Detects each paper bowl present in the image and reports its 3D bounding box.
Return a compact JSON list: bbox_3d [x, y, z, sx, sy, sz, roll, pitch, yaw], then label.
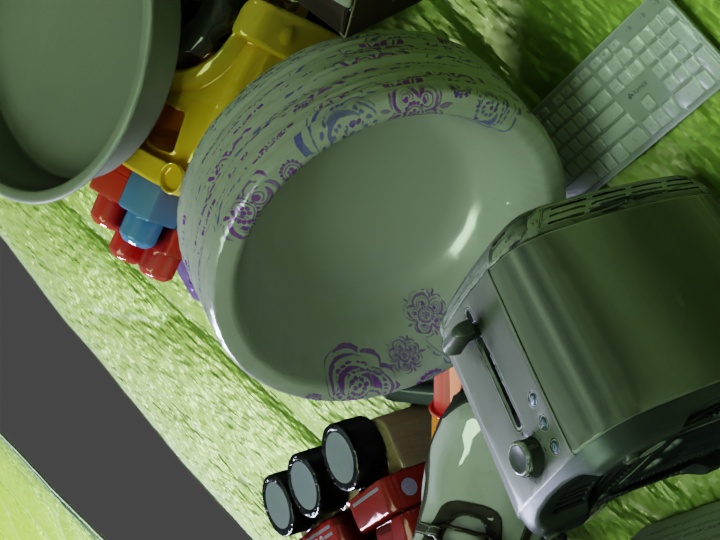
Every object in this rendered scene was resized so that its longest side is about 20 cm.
[{"bbox_3d":[0.001,-0.035,0.731,0.104,0.200,0.201,-122,25,-46],"label":"paper bowl"}]

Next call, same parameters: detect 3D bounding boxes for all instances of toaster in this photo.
[{"bbox_3d":[0.136,0.034,0.667,0.130,0.199,0.114,61,147,23],"label":"toaster"}]

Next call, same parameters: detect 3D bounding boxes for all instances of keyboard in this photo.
[{"bbox_3d":[0.120,-0.074,0.732,0.056,0.011,0.200,53,145,5],"label":"keyboard"}]

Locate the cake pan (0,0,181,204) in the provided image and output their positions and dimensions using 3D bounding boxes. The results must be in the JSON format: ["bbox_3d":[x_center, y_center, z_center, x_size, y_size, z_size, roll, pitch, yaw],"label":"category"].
[{"bbox_3d":[-0.170,-0.138,0.760,0.200,0.037,0.201,3,94,41],"label":"cake pan"}]

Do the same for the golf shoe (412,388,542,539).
[{"bbox_3d":[0.060,0.166,0.762,0.077,0.094,0.201,10,104,13],"label":"golf shoe"}]

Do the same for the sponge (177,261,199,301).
[{"bbox_3d":[-0.112,-0.028,0.976,0.112,0.030,0.200,65,164,-10],"label":"sponge"}]

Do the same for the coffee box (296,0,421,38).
[{"bbox_3d":[-0.034,-0.220,0.708,0.200,0.113,0.080,40,139,23],"label":"coffee box"}]

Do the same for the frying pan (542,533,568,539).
[{"bbox_3d":[0.118,0.222,0.880,0.031,0.115,0.190,40,167,-30],"label":"frying pan"}]

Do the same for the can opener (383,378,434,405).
[{"bbox_3d":[0.031,0.053,0.898,0.199,0.067,0.053,6,141,38],"label":"can opener"}]

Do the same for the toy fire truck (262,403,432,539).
[{"bbox_3d":[0.017,0.208,0.928,0.176,0.128,0.201,-45,64,54],"label":"toy fire truck"}]

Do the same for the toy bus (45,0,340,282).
[{"bbox_3d":[-0.119,-0.102,0.818,0.200,0.136,0.193,32,99,32],"label":"toy bus"}]

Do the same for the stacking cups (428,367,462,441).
[{"bbox_3d":[0.069,0.140,0.829,0.060,0.060,0.201,18,114,41],"label":"stacking cups"}]

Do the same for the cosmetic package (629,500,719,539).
[{"bbox_3d":[0.192,0.240,0.731,0.165,0.200,0.165,54,145,2],"label":"cosmetic package"}]

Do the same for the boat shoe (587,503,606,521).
[{"bbox_3d":[0.121,0.124,0.830,0.072,0.076,0.200,47,145,10],"label":"boat shoe"}]
